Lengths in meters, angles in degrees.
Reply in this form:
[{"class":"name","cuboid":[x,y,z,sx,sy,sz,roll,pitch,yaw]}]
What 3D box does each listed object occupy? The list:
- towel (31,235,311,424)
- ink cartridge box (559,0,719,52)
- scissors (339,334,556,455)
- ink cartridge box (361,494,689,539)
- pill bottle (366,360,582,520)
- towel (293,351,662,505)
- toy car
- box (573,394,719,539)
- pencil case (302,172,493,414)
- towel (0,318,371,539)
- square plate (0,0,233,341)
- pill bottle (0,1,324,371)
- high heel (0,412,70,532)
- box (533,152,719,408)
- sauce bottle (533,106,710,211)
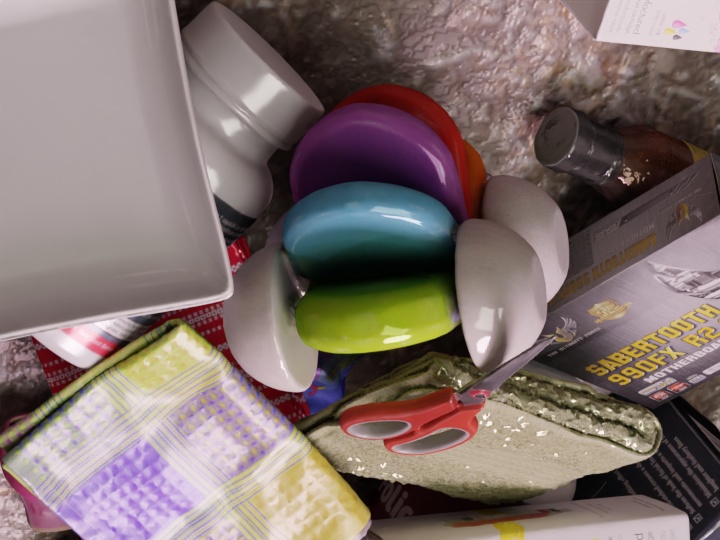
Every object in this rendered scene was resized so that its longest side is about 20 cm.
[{"class":"towel","cuboid":[-0.106,0.088,1.503,0.145,0.022,0.200,-20,98,1]},{"class":"ink cartridge box","cuboid":[0.232,-0.197,1.516,0.200,0.068,0.117,2,122,-28]},{"class":"scissors","cuboid":[0.065,0.068,1.349,0.073,0.014,0.200,19,151,-32]},{"class":"ink cartridge box","cuboid":[0.104,0.226,1.559,0.200,0.083,0.145,-4,95,-15]},{"class":"pill bottle","cuboid":[0.072,0.154,1.655,0.114,0.114,0.200,18,113,-35]},{"class":"towel","cuboid":[0.068,0.099,1.485,0.200,0.037,0.148,16,150,-38]},{"class":"toy car","cuboid":[0.016,-0.025,1.379,0.175,0.200,0.150,-6,107,16]},{"class":"box","cuboid":[0.188,0.199,1.722,0.200,0.148,0.107,-44,131,9]},{"class":"pencil case","cuboid":[0.000,0.000,1.534,0.087,0.078,0.200,16,114,-43]},{"class":"towel","cuboid":[-0.098,0.128,1.439,0.144,0.023,0.200,-35,120,8]},{"class":"square plate","cuboid":[-0.181,-0.065,1.340,0.198,0.028,0.200,-11,94,7]},{"class":"pill bottle","cuboid":[-0.120,-0.051,1.409,0.200,0.120,0.120,-44,130,8]},{"class":"high heel","cuboid":[-0.124,0.106,1.549,0.200,0.067,0.096,-19,140,-10]},{"class":"box","cuboid":[0.208,0.012,1.606,0.158,0.048,0.200,22,139,-38]},{"class":"sauce bottle","cuboid":[0.197,-0.057,1.603,0.200,0.066,0.066,23,110,-35]}]
